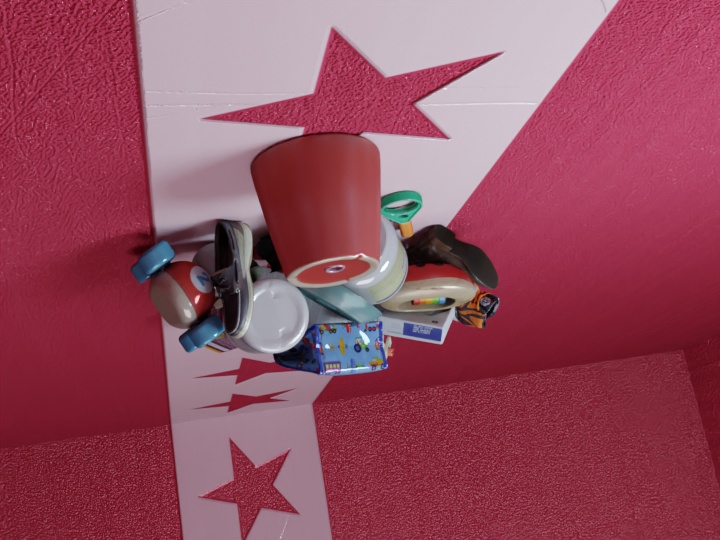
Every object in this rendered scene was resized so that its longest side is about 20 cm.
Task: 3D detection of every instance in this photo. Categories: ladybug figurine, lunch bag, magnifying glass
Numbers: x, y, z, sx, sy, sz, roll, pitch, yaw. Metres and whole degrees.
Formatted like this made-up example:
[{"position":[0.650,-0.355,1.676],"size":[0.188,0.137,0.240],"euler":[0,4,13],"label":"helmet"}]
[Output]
[{"position":[0.128,0.031,1.773],"size":[0.196,0.073,0.136],"euler":[-2,161,-11],"label":"ladybug figurine"},{"position":[-0.065,0.159,1.754],"size":[0.149,0.096,0.199],"euler":[-1,169,-33],"label":"lunch bag"},{"position":[0.077,-0.099,1.668],"size":[0.078,0.023,0.200],"euler":[-11,165,4],"label":"magnifying glass"}]

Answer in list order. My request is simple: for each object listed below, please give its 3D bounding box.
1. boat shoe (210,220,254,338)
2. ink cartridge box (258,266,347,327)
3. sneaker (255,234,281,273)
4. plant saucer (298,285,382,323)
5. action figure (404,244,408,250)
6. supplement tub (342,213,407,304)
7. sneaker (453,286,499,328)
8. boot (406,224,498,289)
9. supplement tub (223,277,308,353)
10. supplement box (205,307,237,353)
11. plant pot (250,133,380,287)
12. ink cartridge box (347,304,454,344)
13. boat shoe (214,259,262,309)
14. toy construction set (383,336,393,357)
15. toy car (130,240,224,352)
[{"position":[-0.220,0.012,1.543],"size":[0.064,0.204,0.071],"euler":[13,159,-40],"label":"boat shoe"},{"position":[-0.123,0.091,1.877],"size":[0.197,0.162,0.047],"euler":[19,-164,4],"label":"ink cartridge box"},{"position":[-0.140,-0.045,1.643],"size":[0.103,0.061,0.200],"euler":[-16,167,5],"label":"sneaker"},{"position":[-0.055,0.046,1.646],"size":[0.198,0.036,0.200],"euler":[29,172,4],"label":"plant saucer"},{"position":[0.000,0.000,1.810],"size":[0.196,0.104,0.119],"euler":[-7,179,-10],"label":"action figure"},{"position":[0.003,-0.028,1.635],"size":[0.143,0.147,0.200],"euler":[-12,164,7],"label":"supplement tub"},{"position":[0.235,0.035,1.925],"size":[0.111,0.202,0.077],"euler":[21,-130,43],"label":"sneaker"},{"position":[0.159,0.003,1.875],"size":[0.186,0.065,0.199],"euler":[41,141,-12],"label":"boot"},{"position":[-0.175,0.085,1.671],"size":[0.130,0.134,0.200],"euler":[-5,177,-16],"label":"supplement tub"},{"position":[-0.264,0.104,2.002],"size":[0.198,0.087,0.110],"euler":[-18,152,27],"label":"supplement box"},{"position":[-0.053,-0.081,1.364],"size":[0.197,0.180,0.201],"euler":[-10,164,-3],"label":"plant pot"},{"position":[0.090,0.082,1.876],"size":[0.196,0.041,0.200],"euler":[9,-162,11],"label":"ink cartridge box"},{"position":[-0.250,0.015,1.776],"size":[0.070,0.063,0.200],"euler":[-22,172,-32],"label":"boat shoe"},{"position":[-0.015,0.122,1.950],"size":[0.197,0.131,0.093],"euler":[19,122,8],"label":"toy construction set"},{"position":[-0.269,0.009,1.626],"size":[0.199,0.186,0.177],"euler":[-37,-175,-23],"label":"toy car"}]
